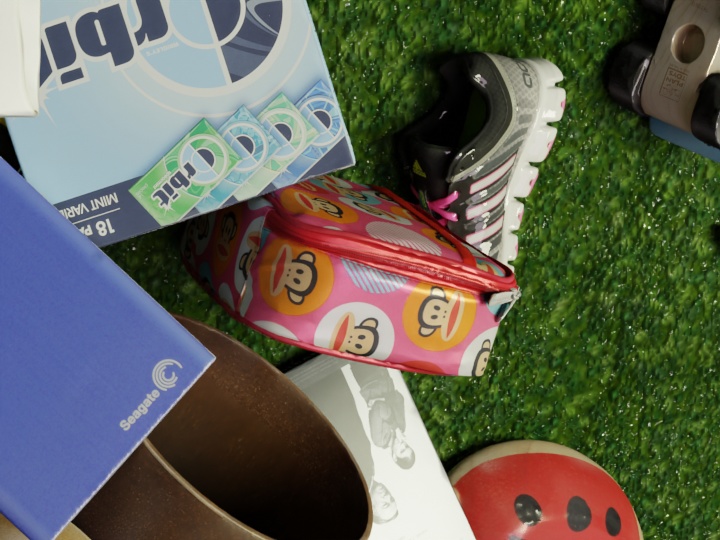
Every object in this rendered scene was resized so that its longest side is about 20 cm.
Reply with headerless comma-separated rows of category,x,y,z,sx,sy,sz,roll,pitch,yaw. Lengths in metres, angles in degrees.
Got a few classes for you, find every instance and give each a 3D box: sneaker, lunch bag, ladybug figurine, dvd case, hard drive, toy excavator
sneaker,0.056,-0.047,1.344,0.087,0.074,0.202,19,92,-38
lunch bag,0.000,0.000,1.230,0.175,0.200,0.083,15,100,-23
ladybug figurine,0.125,0.190,1.481,0.199,0.072,0.137,23,94,-38
dvd case,-0.011,0.155,1.355,0.150,0.025,0.201,-27,96,-24
hard drive,-0.191,0.026,1.105,0.200,0.025,0.132,43,85,-4
toy excavator,0.262,-0.103,1.456,0.199,0.100,0.196,9,104,-45

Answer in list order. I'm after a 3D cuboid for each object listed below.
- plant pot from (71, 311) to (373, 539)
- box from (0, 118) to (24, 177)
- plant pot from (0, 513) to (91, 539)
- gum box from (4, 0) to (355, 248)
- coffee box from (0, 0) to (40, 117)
plant pot,-0.125,0.159,1.239,0.186,0.188,0.200,24,116,-38
box,-0.243,0.003,1.174,0.159,0.049,0.201,35,87,-40
plant pot,-0.200,0.204,1.194,0.027,0.198,0.202,-46,134,-51
gum box,-0.111,-0.126,1.131,0.168,0.045,0.202,-18,96,2
coffee box,-0.270,-0.170,0.974,0.198,0.197,0.202,-2,96,-33
